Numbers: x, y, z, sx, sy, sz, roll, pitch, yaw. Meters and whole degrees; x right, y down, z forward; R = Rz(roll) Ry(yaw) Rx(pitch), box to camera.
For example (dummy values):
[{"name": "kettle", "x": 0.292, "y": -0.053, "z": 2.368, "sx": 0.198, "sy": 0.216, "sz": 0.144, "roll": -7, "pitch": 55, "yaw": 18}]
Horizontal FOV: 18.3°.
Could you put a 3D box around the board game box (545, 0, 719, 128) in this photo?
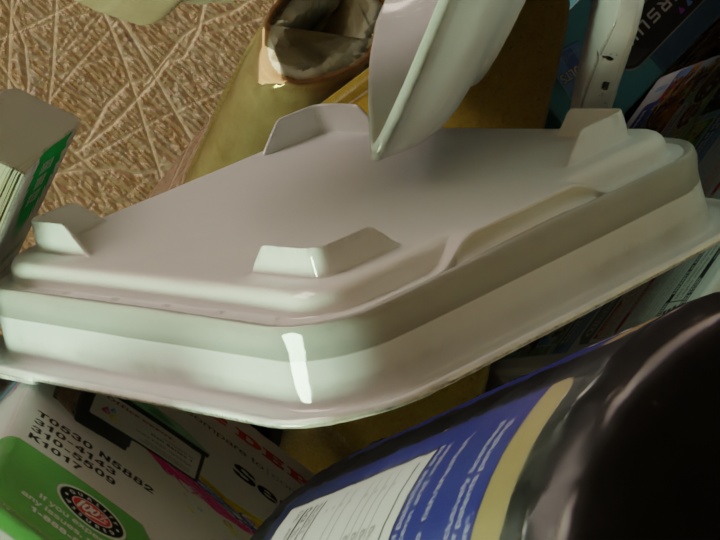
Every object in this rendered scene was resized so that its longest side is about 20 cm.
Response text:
[{"name": "board game box", "x": 0.094, "y": -0.112, "z": 0.940, "sx": 0.151, "sy": 0.047, "sz": 0.200, "roll": -45, "pitch": 12, "yaw": -11}]

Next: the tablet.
[{"name": "tablet", "x": 0.093, "y": -0.143, "z": 0.699, "sx": 0.130, "sy": 0.014, "sz": 0.200, "roll": 92, "pitch": -169, "yaw": -74}]

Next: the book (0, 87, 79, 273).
[{"name": "book", "x": -0.156, "y": 0.040, "z": 0.734, "sx": 0.200, "sy": 0.048, "sz": 0.134, "roll": -64, "pitch": 3, "yaw": 10}]

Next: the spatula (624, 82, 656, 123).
[{"name": "spatula", "x": 0.054, "y": -0.030, "z": 0.943, "sx": 0.200, "sy": 0.021, "sz": 0.057, "roll": -34, "pitch": 18, "yaw": 30}]

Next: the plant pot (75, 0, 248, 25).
[{"name": "plant pot", "x": -0.006, "y": -0.153, "z": 0.628, "sx": 0.201, "sy": 0.093, "sz": 0.201, "roll": -58, "pitch": 18, "yaw": 33}]

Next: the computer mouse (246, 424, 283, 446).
[{"name": "computer mouse", "x": -0.078, "y": 0.071, "z": 0.852, "sx": 0.200, "sy": 0.053, "sz": 0.139, "roll": 118, "pitch": 152, "yaw": -48}]

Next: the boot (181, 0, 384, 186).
[{"name": "boot", "x": -0.069, "y": -0.019, "z": 0.983, "sx": 0.200, "sy": 0.066, "sz": 0.175, "roll": -59, "pitch": 3, "yaw": 38}]

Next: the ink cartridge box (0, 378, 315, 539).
[{"name": "ink cartridge box", "x": -0.068, "y": 0.103, "z": 0.683, "sx": 0.084, "sy": 0.145, "sz": 0.200, "roll": -50, "pitch": 10, "yaw": 11}]

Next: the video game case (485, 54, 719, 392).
[{"name": "video game case", "x": 0.104, "y": -0.020, "z": 0.728, "sx": 0.143, "sy": 0.018, "sz": 0.200, "roll": -54, "pitch": 10, "yaw": -12}]

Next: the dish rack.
[{"name": "dish rack", "x": -0.008, "y": -0.011, "z": 0.658, "sx": 0.172, "sy": 0.044, "sz": 0.200, "roll": -24, "pitch": 19, "yaw": -35}]

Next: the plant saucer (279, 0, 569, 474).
[{"name": "plant saucer", "x": 0.000, "y": 0.000, "z": 0.844, "sx": 0.200, "sy": 0.048, "sz": 0.200, "roll": 152, "pitch": 134, "yaw": -68}]

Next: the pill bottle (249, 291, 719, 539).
[{"name": "pill bottle", "x": 0.036, "y": 0.076, "z": 0.401, "sx": 0.112, "sy": 0.112, "sz": 0.200, "roll": -56, "pitch": 10, "yaw": -25}]

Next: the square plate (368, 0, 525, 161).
[{"name": "square plate", "x": 0.054, "y": -0.142, "z": 0.696, "sx": 0.198, "sy": 0.028, "sz": 0.200, "roll": -86, "pitch": 21, "yaw": -73}]
